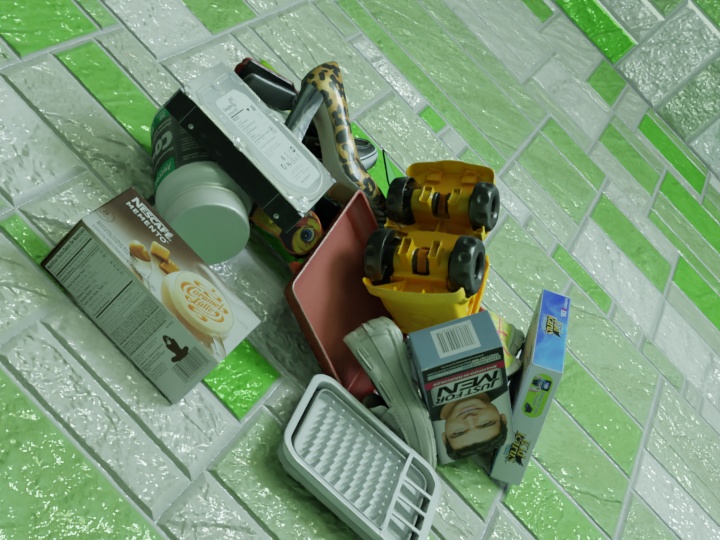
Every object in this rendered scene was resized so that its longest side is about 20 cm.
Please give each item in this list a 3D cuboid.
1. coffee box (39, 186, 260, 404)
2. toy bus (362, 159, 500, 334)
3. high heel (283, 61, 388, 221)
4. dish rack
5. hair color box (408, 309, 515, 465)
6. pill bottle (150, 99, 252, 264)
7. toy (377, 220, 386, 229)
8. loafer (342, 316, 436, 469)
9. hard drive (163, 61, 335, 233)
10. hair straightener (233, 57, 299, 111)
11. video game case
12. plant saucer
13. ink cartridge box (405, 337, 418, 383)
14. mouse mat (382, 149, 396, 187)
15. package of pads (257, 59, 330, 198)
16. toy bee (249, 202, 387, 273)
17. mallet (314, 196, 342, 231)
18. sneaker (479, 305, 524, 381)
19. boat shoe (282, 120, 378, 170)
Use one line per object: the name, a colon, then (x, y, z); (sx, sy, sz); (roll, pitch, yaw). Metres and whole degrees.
coffee box: (-0.215, 0.024, 1.381); (0.200, 0.080, 0.114); (47, 27, -1)
toy bus: (0.104, -0.007, 1.632); (0.192, 0.136, 0.200); (65, 37, -50)
high heel: (-0.007, -0.163, 1.684); (0.200, 0.071, 0.143); (39, 64, -29)
dish rack: (-0.005, 0.221, 1.463); (0.200, 0.044, 0.172); (44, 28, -8)
hair color box: (0.122, 0.142, 1.579); (0.200, 0.099, 0.061); (76, -4, -49)
pill bottle: (-0.186, -0.108, 1.563); (0.113, 0.113, 0.200); (28, 32, -33)
toy: (0.033, -0.069, 1.817); (0.115, 0.047, 0.200); (40, 6, -19)
loafer: (0.035, 0.152, 1.555); (0.070, 0.070, 0.200); (-148, -143, -75)
hard drive: (-0.123, -0.146, 1.542); (0.200, 0.038, 0.140); (46, 26, -4)
hair straightener: (-0.084, -0.210, 1.788); (0.200, 0.041, 0.077); (31, 30, -37)
video game case: (0.224, 0.150, 1.739); (0.045, 0.181, 0.200); (18, 29, 3)
plant saucer: (-0.015, 0.039, 1.582); (0.200, 0.037, 0.200); (65, 36, -28)
ink cartridge box: (0.116, 0.102, 1.798); (0.200, 0.041, 0.200); (46, 27, -3)
mouse mat: (0.069, -0.052, 1.760); (0.161, 0.008, 0.200); (-95, 161, -68)
package of pads: (-0.101, -0.185, 1.839); (0.200, 0.068, 0.155); (42, 26, -9)
toy bee: (-0.088, -0.058, 1.646); (0.200, 0.109, 0.131); (15, -10, 28)
mallet: (-0.009, -0.026, 1.797); (0.041, 0.066, 0.200); (35, -5, 46)
sneaker: (0.157, 0.105, 1.735); (0.090, 0.078, 0.200); (44, 18, -7)
boat shoe: (-0.056, -0.164, 1.720); (0.200, 0.071, 0.072); (-5, 25, -39)
